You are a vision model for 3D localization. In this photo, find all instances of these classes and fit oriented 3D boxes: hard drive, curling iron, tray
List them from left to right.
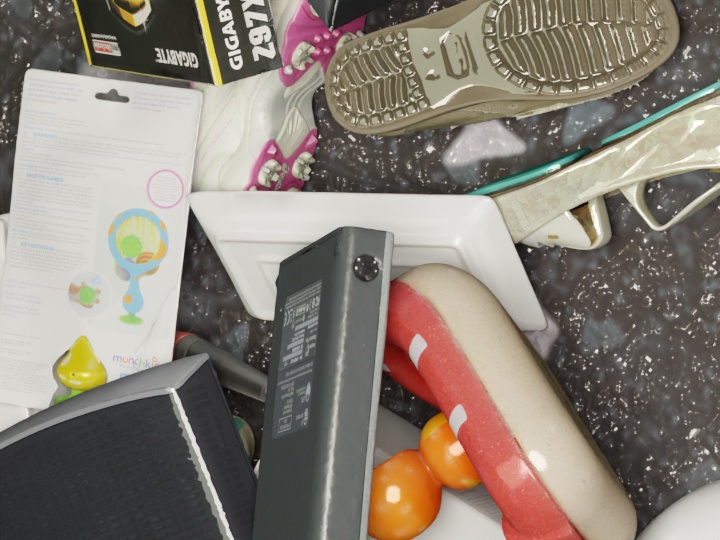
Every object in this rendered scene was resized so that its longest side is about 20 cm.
[{"bbox_3d":[-0.152,0.139,1.534,0.200,0.042,0.135,-23,86,29],"label":"hard drive"},{"bbox_3d":[-0.102,0.058,1.571,0.200,0.026,0.050,10,94,50],"label":"curling iron"},{"bbox_3d":[-0.023,0.086,1.418,0.140,0.033,0.200,153,124,-72],"label":"hard drive"},{"bbox_3d":[0.000,0.000,1.510,0.200,0.107,0.022,2,48,30],"label":"tray"}]

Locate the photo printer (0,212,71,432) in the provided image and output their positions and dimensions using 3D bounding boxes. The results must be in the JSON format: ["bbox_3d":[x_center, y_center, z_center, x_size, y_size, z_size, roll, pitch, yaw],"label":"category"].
[{"bbox_3d":[-0.246,0.074,1.657,0.166,0.069,0.200,-10,86,36],"label":"photo printer"}]

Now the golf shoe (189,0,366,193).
[{"bbox_3d":[-0.058,-0.124,1.551,0.091,0.075,0.200,30,105,30],"label":"golf shoe"}]

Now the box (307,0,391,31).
[{"bbox_3d":[-0.011,-0.254,1.476,0.200,0.141,0.079,55,156,18],"label":"box"}]

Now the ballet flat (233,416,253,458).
[{"bbox_3d":[-0.122,0.167,1.596,0.067,0.062,0.200,38,114,-3],"label":"ballet flat"}]

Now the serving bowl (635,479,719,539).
[{"bbox_3d":[0.212,0.209,1.409,0.200,0.066,0.200,1,91,29],"label":"serving bowl"}]

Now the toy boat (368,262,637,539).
[{"bbox_3d":[0.049,0.095,1.411,0.131,0.131,0.200,-34,50,4],"label":"toy boat"}]

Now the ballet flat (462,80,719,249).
[{"bbox_3d":[0.136,-0.043,1.446,0.200,0.067,0.062,-24,87,28],"label":"ballet flat"}]

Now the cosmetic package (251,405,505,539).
[{"bbox_3d":[0.032,0.161,1.502,0.200,0.081,0.113,33,106,26],"label":"cosmetic package"}]

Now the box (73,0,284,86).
[{"bbox_3d":[-0.120,-0.192,1.512,0.200,0.049,0.160,17,121,63],"label":"box"}]

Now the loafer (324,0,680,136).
[{"bbox_3d":[0.080,-0.121,1.477,0.200,0.068,0.076,-10,88,13],"label":"loafer"}]

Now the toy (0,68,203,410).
[{"bbox_3d":[-0.152,-0.013,1.576,0.115,0.047,0.200,8,91,17],"label":"toy"}]
